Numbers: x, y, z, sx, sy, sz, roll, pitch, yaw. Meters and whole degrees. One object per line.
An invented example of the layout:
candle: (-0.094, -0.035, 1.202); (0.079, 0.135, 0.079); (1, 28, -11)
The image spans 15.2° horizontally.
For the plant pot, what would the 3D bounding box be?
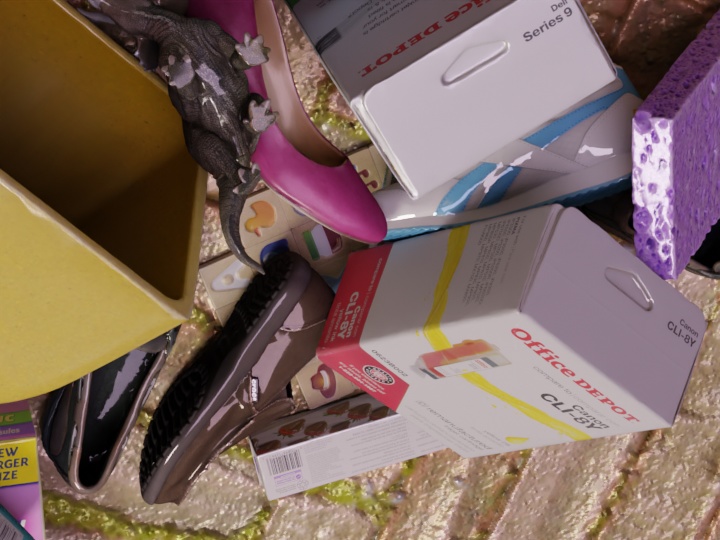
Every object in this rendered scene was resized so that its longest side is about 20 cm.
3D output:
plant pot: (-0.231, -0.033, 1.612); (0.200, 0.196, 0.194); (-36, 120, 27)

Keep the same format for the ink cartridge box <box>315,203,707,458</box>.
ink cartridge box: (0.093, 0.042, 1.693); (0.145, 0.200, 0.083); (36, 60, -28)

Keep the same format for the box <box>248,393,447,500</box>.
box: (0.024, 0.104, 1.828); (0.200, 0.039, 0.041); (-17, 120, -6)

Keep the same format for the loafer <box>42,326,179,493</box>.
loafer: (-0.150, 0.052, 1.735); (0.072, 0.063, 0.200); (12, 112, -21)

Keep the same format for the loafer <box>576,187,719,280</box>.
loafer: (0.232, -0.023, 1.793); (0.200, 0.063, 0.072); (15, 109, -29)

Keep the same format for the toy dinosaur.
toy dinosaur: (-0.086, -0.099, 1.610); (0.077, 0.102, 0.200); (-32, 106, -7)

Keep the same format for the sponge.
sponge: (0.217, -0.085, 1.707); (0.030, 0.200, 0.112); (7, 119, 23)

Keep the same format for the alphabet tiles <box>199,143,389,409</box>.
alphabet tiles: (0.000, 0.000, 1.789); (0.200, 0.006, 0.166); (-23, 119, -3)

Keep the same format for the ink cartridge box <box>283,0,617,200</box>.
ink cartridge box: (0.048, -0.146, 1.618); (0.146, 0.200, 0.084); (-32, 120, 3)

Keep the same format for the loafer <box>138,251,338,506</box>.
loafer: (-0.075, 0.083, 1.765); (0.071, 0.073, 0.200); (30, 111, -20)

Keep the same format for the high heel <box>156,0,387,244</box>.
high heel: (-0.039, -0.108, 1.664); (0.200, 0.067, 0.096); (42, 109, -7)

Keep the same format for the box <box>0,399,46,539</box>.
box: (-0.295, 0.180, 1.751); (0.176, 0.097, 0.200); (-6, 116, -11)

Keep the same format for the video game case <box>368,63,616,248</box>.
video game case: (0.083, -0.048, 1.773); (0.143, 0.018, 0.200); (5, 114, -17)

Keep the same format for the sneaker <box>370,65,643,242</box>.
sneaker: (0.088, -0.069, 1.718); (0.200, 0.077, 0.081); (-17, 83, 6)

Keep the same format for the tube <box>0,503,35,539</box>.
tube: (-0.277, 0.117, 1.635); (0.050, 0.077, 0.200); (-30, 116, 19)
